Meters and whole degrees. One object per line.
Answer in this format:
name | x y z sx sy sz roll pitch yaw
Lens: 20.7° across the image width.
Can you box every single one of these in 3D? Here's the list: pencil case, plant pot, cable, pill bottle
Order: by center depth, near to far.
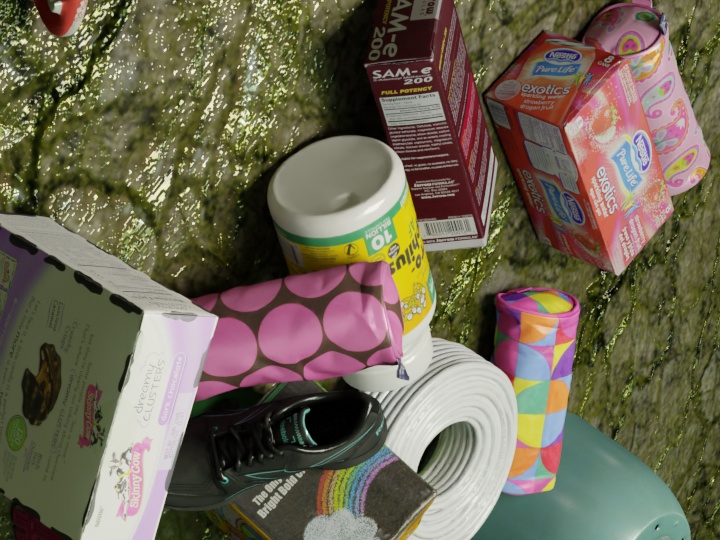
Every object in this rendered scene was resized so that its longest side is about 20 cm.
pencil case | -0.065 0.054 1.520 0.094 0.198 0.091 71 11 -67
pill bottle | 0.000 0.000 1.605 0.113 0.112 0.201 -39 134 -26
cable | 0.058 0.162 1.755 0.201 0.069 0.200 -58 140 -8
pencil case | 0.268 -0.161 1.835 0.087 0.087 0.201 -46 136 -19
pencil case | 0.153 0.114 1.855 0.088 0.088 0.202 -12 118 -44
plant pot | 0.229 0.263 1.958 0.200 0.160 0.202 -25 127 -38

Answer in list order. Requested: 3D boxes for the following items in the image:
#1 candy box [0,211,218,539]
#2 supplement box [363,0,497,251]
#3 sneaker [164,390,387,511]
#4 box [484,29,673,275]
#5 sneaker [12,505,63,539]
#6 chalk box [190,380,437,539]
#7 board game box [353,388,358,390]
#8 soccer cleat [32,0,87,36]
candy box | -0.205 0.072 1.352 0.071 0.199 0.169 5 107 -48
supplement box | 0.060 -0.125 1.608 0.109 0.060 0.201 -78 158 -46
sneaker | -0.076 0.127 1.508 0.198 0.076 0.079 -16 164 -8
box | 0.200 -0.105 1.777 0.096 0.099 0.201 -46 137 -20
sneaker | -0.206 0.160 1.490 0.088 0.081 0.202 -16 122 -40
chalk box | -0.055 0.170 1.602 0.125 0.200 0.124 -45 170 -18
board game box | -0.003 0.160 1.759 0.200 0.023 0.105 -45 139 -22
soccer cleat | -0.178 -0.255 1.312 0.085 0.068 0.202 -8 112 -40
